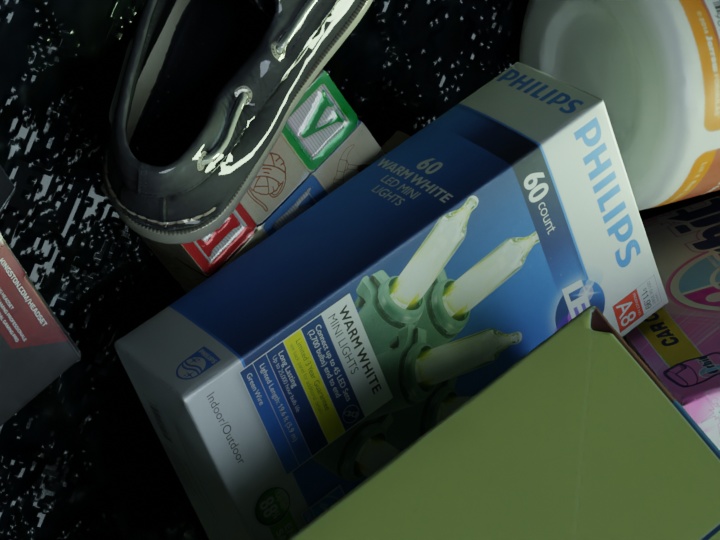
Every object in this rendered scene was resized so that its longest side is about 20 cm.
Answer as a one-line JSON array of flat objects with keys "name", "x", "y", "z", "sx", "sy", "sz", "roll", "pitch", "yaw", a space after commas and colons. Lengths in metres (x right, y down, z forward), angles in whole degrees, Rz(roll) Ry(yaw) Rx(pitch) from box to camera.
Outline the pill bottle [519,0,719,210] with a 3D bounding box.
[{"name": "pill bottle", "x": 0.176, "y": -0.098, "z": 1.020, "sx": 0.199, "sy": 0.112, "sz": 0.113, "roll": -14, "pitch": 115, "yaw": -31}]

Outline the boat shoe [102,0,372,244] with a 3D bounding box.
[{"name": "boat shoe", "x": -0.036, "y": -0.107, "z": 0.867, "sx": 0.063, "sy": 0.072, "sz": 0.201, "roll": 79, "pitch": 35, "yaw": -75}]

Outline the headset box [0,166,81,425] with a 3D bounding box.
[{"name": "headset box", "x": -0.204, "y": 0.018, "z": 0.817, "sx": 0.200, "sy": 0.077, "sz": 0.149, "roll": -42, "pitch": 127, "yaw": -16}]

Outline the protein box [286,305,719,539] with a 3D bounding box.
[{"name": "protein box", "x": 0.043, "y": 0.151, "z": 0.877, "sx": 0.198, "sy": 0.135, "sz": 0.200, "roll": -36, "pitch": 165, "yaw": -15}]

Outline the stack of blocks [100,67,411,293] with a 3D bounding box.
[{"name": "stack of blocks", "x": 0.000, "y": 0.000, "z": 0.966, "sx": 0.115, "sy": 0.058, "sz": 0.200, "roll": -46, "pitch": 127, "yaw": -12}]

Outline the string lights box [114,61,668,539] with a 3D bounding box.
[{"name": "string lights box", "x": 0.015, "y": 0.020, "z": 0.908, "sx": 0.199, "sy": 0.059, "sz": 0.103, "roll": -36, "pitch": 125, "yaw": -18}]

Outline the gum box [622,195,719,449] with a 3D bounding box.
[{"name": "gum box", "x": 0.162, "y": 0.029, "z": 0.983, "sx": 0.113, "sy": 0.200, "sz": 0.067, "roll": -16, "pitch": 111, "yaw": -4}]
